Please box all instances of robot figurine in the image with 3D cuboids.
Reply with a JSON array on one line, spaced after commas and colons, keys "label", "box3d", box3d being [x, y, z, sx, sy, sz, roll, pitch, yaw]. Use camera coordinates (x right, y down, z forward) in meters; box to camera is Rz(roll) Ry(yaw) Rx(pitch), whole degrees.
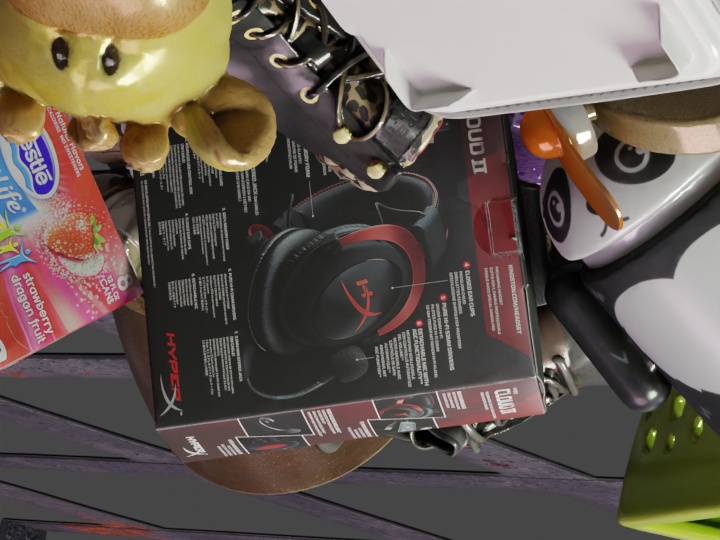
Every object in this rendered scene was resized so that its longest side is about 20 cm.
[{"label": "robot figurine", "box3d": [0.168, -0.004, 1.229, 0.200, 0.150, 0.125, 48, 175, -7]}]

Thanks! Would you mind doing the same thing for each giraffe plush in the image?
[{"label": "giraffe plush", "box3d": [-0.082, -0.124, 0.922, 0.172, 0.163, 0.200, 4, 154, 23]}]

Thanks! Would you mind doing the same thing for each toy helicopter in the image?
[{"label": "toy helicopter", "box3d": [0.091, -0.091, 1.162, 0.200, 0.132, 0.079, 21, 148, 38]}]

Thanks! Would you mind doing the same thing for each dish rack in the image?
[{"label": "dish rack", "box3d": [0.047, -0.121, 1.033, 0.200, 0.044, 0.172, -3, 133, 48]}]

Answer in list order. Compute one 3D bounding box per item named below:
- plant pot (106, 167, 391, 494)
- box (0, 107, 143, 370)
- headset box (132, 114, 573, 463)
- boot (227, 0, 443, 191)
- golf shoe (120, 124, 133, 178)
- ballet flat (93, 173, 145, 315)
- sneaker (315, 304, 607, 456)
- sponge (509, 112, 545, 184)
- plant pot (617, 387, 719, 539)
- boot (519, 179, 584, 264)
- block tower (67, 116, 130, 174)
[{"label": "plant pot", "box3d": [-0.073, 0.003, 1.621, 0.186, 0.188, 0.200, 4, 152, 23]}, {"label": "box", "box3d": [-0.197, -0.053, 1.295, 0.100, 0.201, 0.095, -29, -170, -31]}, {"label": "headset box", "box3d": [0.000, 0.000, 1.311, 0.199, 0.149, 0.075, -9, 163, 5]}, {"label": "boot", "box3d": [-0.030, -0.101, 1.180, 0.150, 0.073, 0.200, 34, 167, -10]}, {"label": "golf shoe", "box3d": [-0.090, -0.083, 1.376, 0.075, 0.092, 0.200, 8, 167, 21]}, {"label": "ballet flat", "box3d": [-0.090, 0.005, 1.459, 0.200, 0.068, 0.072, 42, 173, 21]}, {"label": "sneaker", "box3d": [0.065, 0.058, 1.362, 0.199, 0.082, 0.077, -9, 140, 13]}, {"label": "sponge", "box3d": [0.143, -0.056, 1.479, 0.199, 0.030, 0.111, 14, 166, -22]}, {"label": "plant pot", "box3d": [0.282, 0.072, 1.608, 0.198, 0.182, 0.200, 12, 167, -19]}, {"label": "boot", "box3d": [0.191, -0.015, 1.365, 0.199, 0.064, 0.186, -16, 146, 35]}, {"label": "block tower", "box3d": [-0.150, -0.097, 1.439, 0.058, 0.054, 0.200, -3, 164, 41]}]
